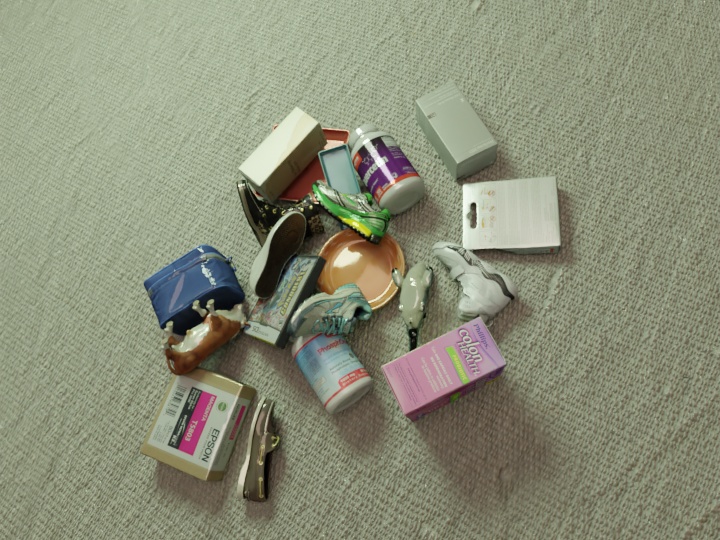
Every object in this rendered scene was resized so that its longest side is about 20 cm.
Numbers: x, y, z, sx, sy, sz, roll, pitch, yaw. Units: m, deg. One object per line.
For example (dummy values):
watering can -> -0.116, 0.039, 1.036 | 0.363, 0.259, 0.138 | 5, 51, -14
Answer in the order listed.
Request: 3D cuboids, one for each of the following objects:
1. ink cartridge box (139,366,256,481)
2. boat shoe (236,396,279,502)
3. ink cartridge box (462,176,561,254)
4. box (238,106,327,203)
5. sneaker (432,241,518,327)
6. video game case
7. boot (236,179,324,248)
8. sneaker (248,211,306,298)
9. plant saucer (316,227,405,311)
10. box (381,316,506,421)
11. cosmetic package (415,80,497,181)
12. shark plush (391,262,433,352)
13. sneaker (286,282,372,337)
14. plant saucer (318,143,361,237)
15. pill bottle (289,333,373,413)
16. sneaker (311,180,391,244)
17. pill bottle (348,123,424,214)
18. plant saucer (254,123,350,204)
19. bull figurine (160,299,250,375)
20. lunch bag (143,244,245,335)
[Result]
ink cartridge box -> -0.335, 0.311, 1.111 | 0.164, 0.075, 0.201 | 15, 74, 16
boat shoe -> -0.195, 0.357, 1.072 | 0.059, 0.072, 0.201 | 9, 77, 7
ink cartridge box -> 0.324, -0.114, 1.154 | 0.199, 0.050, 0.163 | -3, 71, 19
box -> -0.176, -0.265, 1.230 | 0.078, 0.095, 0.200 | 38, 83, 19
sneaker -> 0.213, 0.029, 1.102 | 0.200, 0.075, 0.115 | 35, 78, 16
video game case -> -0.165, 0.058, 1.132 | 0.180, 0.025, 0.201 | 5, 66, 57
boot -> -0.175, -0.133, 1.182 | 0.150, 0.201, 0.073 | -22, 33, -3
sneaker -> -0.191, -0.042, 1.162 | 0.201, 0.073, 0.085 | -61, 31, -2
plant saucer -> 0.000, 0.000, 1.174 | 0.199, 0.037, 0.201 | -3, 70, 9
box -> 0.157, 0.192, 1.004 | 0.199, 0.176, 0.097 | -27, 68, 0
cosmetic package -> 0.215, -0.315, 1.215 | 0.107, 0.090, 0.200 | -28, 66, -3
shark plush -> 0.126, 0.075, 1.101 | 0.091, 0.083, 0.201 | -14, 67, 23
sneaker -> -0.053, 0.089, 1.046 | 0.200, 0.078, 0.086 | -24, 60, -41
plant saucer -> -0.035, -0.180, 1.213 | 0.070, 0.019, 0.201 | -16, 92, 5
pill bottle -> -0.071, 0.179, 1.087 | 0.109, 0.109, 0.200 | -36, 69, -3
sneaker -> -0.021, -0.140, 1.167 | 0.200, 0.078, 0.085 | 34, 87, 12
pill bottle -> 0.052, -0.231, 1.202 | 0.112, 0.112, 0.200 | -31, 69, -1
plant saucer -> -0.136, -0.250, 1.285 | 0.199, 0.037, 0.200 | 8, 73, 14
bull figurine -> -0.321, 0.128, 1.106 | 0.065, 0.122, 0.200 | 19, 56, 43
lunch bag -> -0.362, 0.033, 1.177 | 0.200, 0.136, 0.133 | -32, 69, -1
